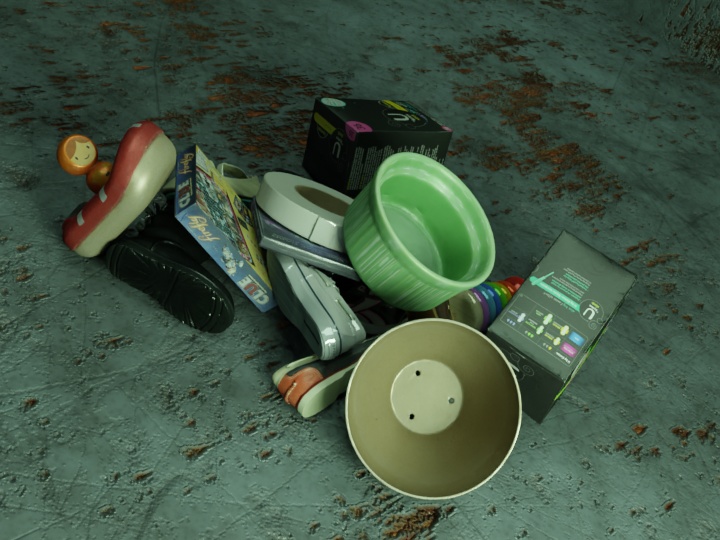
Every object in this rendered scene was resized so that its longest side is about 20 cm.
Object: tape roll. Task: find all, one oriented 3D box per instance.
[{"bbox_3d":[-0.052,-0.081,1.239,0.201,0.037,0.203,24,15,-7],"label":"tape roll"}]

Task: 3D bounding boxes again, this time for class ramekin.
[{"bbox_3d":[0.072,-0.045,1.144,0.199,0.098,0.202,23,47,-28],"label":"ramekin"}]

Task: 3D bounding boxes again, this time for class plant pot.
[{"bbox_3d":[0.083,0.157,1.043,0.199,0.202,0.134,24,-1,2],"label":"plant pot"}]

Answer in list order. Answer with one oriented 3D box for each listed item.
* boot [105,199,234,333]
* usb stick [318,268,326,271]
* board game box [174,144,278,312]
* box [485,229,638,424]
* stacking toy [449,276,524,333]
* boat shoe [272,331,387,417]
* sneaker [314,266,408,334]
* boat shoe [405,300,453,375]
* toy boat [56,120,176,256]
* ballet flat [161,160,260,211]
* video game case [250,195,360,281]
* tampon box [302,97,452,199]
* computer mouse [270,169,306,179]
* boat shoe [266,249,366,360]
[{"bbox_3d":[-0.227,-0.012,1.170,0.197,0.074,0.163,29,30,5],"label":"boot"},{"bbox_3d":[0.000,0.000,1.297,0.198,0.033,0.056,0,76,-29],"label":"usb stick"},{"bbox_3d":[-0.176,-0.055,1.170,0.200,0.034,0.136,53,15,-38],"label":"board game box"},{"bbox_3d":[0.263,0.077,1.197,0.124,0.149,0.200,34,64,16],"label":"box"},{"bbox_3d":[0.194,0.049,1.323,0.085,0.086,0.199,41,33,25],"label":"stacking toy"},{"bbox_3d":[-0.023,0.119,1.113,0.062,0.072,0.199,39,42,26],"label":"boat shoe"},{"bbox_3d":[-0.002,0.034,1.215,0.198,0.087,0.081,-3,44,-33],"label":"sneaker"},{"bbox_3d":[0.103,0.079,1.203,0.070,0.070,0.202,18,55,-39],"label":"boat shoe"},{"bbox_3d":[-0.332,-0.122,1.124,0.131,0.200,0.131,43,30,-16],"label":"toy boat"},{"bbox_3d":[-0.216,-0.129,1.290,0.069,0.070,0.199,45,21,28],"label":"ballet flat"},{"bbox_3d":[-0.079,-0.048,1.198,0.141,0.019,0.200,20,16,-16],"label":"video game case"},{"bbox_3d":[0.027,-0.210,1.494,0.198,0.127,0.150,-6,33,-34],"label":"tampon box"},{"bbox_3d":[-0.069,-0.084,1.369,0.199,0.053,0.139,30,35,-10],"label":"computer mouse"},{"bbox_3d":[-0.058,0.038,1.117,0.066,0.074,0.201,-12,47,-24],"label":"boat shoe"}]
